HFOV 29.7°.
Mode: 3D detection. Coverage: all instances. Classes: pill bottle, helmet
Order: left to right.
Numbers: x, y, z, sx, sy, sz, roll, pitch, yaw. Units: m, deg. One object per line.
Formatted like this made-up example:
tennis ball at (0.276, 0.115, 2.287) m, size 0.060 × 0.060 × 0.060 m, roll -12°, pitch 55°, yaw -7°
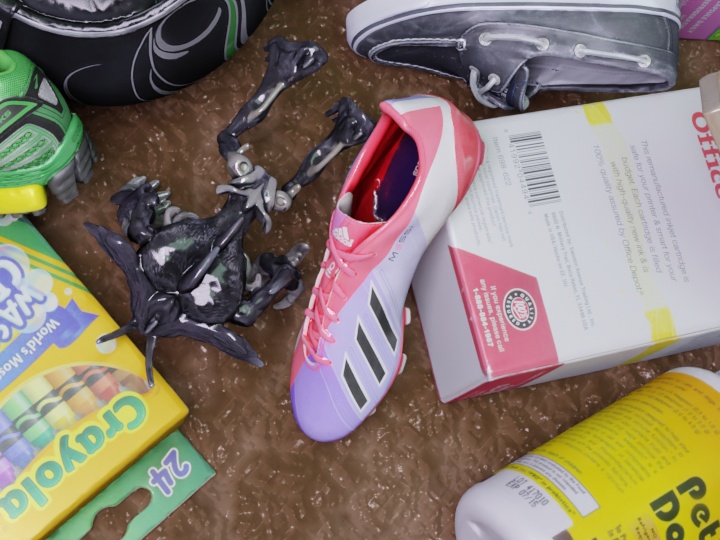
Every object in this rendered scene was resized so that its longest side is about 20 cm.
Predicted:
helmet at (-0.127, -0.186, 0.722) m, size 0.198 × 0.191 × 0.202 m, roll 0°, pitch 91°, yaw -3°
pill bottle at (0.158, 0.125, 0.743) m, size 0.199 × 0.109 × 0.110 m, roll -27°, pitch 81°, yaw -21°

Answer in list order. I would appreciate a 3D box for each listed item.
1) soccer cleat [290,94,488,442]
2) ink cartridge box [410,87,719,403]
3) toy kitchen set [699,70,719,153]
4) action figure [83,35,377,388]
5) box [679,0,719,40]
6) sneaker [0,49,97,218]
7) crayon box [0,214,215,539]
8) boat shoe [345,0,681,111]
soccer cleat at (0.000, 0.000, 0.716) m, size 0.067 × 0.201 × 0.076 m, roll 36°, pitch 18°, yaw 34°
ink cartridge box at (0.132, -0.016, 0.795) m, size 0.199 × 0.083 × 0.146 m, roll -10°, pitch 76°, yaw -18°
toy kitchen set at (0.292, -0.093, 0.749) m, size 0.181 × 0.162 × 0.201 m, roll 57°, pitch 26°, yaw -28°
action figure at (-0.072, -0.024, 0.733) m, size 0.119 × 0.102 × 0.200 m, roll 39°, pitch 71°, yaw -7°
box at (0.221, -0.252, 0.890) m, size 0.198 × 0.097 × 0.177 m, roll 0°, pitch 73°, yaw -15°
sneaker at (-0.235, -0.076, 0.682) m, size 0.198 × 0.086 × 0.078 m, roll -5°, pitch 45°, yaw 13°
crayon box at (-0.180, 0.065, 0.699) m, size 0.126 × 0.052 × 0.200 m, roll -40°, pitch 87°, yaw -23°
boat shoe at (0.088, -0.128, 0.803) m, size 0.198 × 0.072 × 0.068 m, roll 1°, pitch 77°, yaw 9°
